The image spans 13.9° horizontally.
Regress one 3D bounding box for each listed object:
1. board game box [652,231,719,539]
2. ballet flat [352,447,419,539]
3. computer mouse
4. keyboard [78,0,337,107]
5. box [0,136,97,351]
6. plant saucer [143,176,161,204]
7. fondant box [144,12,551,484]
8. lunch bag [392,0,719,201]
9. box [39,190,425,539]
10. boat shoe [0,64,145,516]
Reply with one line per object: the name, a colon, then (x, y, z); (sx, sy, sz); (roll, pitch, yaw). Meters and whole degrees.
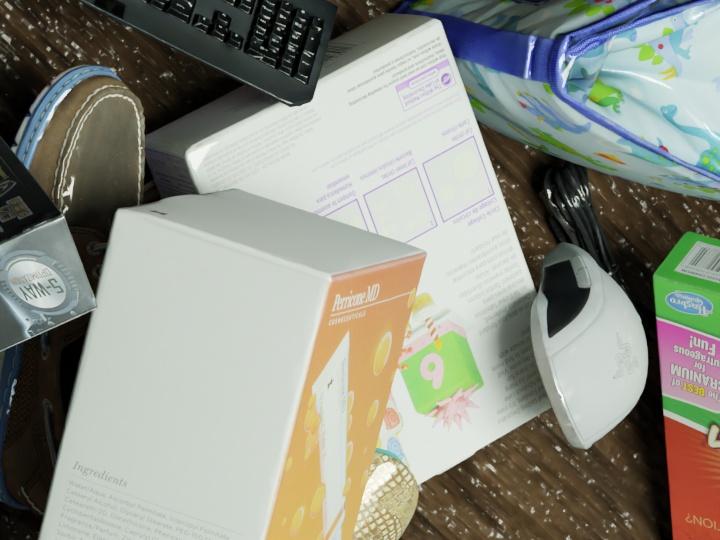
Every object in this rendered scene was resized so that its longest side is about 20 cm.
board game box: (0.226, 0.087, 1.468); (0.040, 0.152, 0.201); (-47, 141, -40)
ballet flat: (-0.058, 0.150, 1.350); (0.200, 0.065, 0.071); (-33, 113, 23)
computer mouse: (0.116, 0.023, 1.422); (0.044, 0.200, 0.110); (-17, 110, 12)
keyboard: (-0.097, -0.154, 1.317); (0.199, 0.040, 0.104); (27, 40, -14)
box: (-0.211, -0.005, 1.210); (0.160, 0.200, 0.044); (-25, 116, -12)
plant saucer: (-0.067, 0.044, 1.407); (0.199, 0.034, 0.201); (-4, 98, -28)
fondant box: (0.000, 0.000, 1.385); (0.144, 0.058, 0.201); (-28, 109, -22)
lunch bag: (0.133, -0.100, 1.414); (0.199, 0.170, 0.128); (2, 98, -28)
box: (-0.058, 0.078, 1.233); (0.124, 0.097, 0.201); (-16, 121, -70)
boat shoe: (-0.116, 0.012, 1.307); (0.072, 0.072, 0.201); (-3, 104, -49)
